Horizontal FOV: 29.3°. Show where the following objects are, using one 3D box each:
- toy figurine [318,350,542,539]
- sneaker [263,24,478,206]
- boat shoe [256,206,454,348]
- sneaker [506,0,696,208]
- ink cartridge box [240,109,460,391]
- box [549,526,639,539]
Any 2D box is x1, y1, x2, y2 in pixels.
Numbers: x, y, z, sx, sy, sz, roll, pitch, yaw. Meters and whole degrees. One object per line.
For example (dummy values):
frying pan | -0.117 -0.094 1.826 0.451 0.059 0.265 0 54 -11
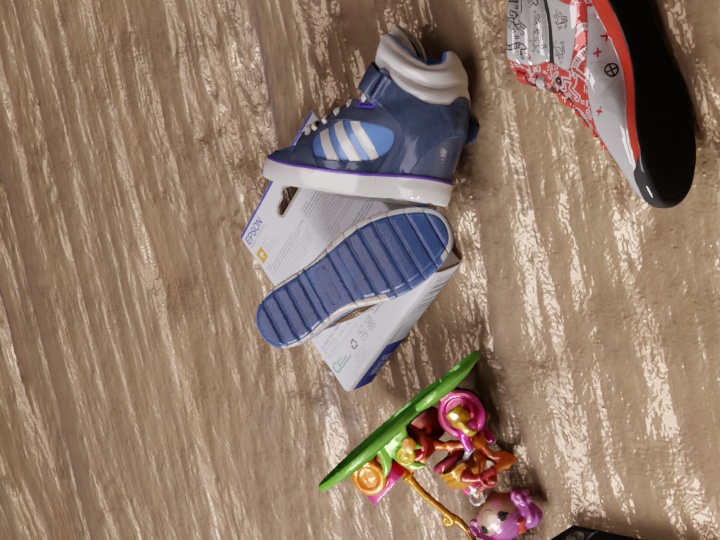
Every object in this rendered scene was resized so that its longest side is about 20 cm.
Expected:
toy figurine | 0.093 0.201 1.245 0.200 0.150 0.184 -42 87 24
sneaker | 0.008 -0.136 1.183 0.199 0.080 0.148 9 91 38
boat shoe | 0.000 0.000 1.204 0.199 0.072 0.073 -27 87 23
sneaker | 0.173 -0.136 1.015 0.108 0.067 0.203 -17 90 52
ink cartridge box | -0.015 -0.019 1.306 0.201 0.043 0.197 55 138 19
box | 0.241 0.328 1.163 0.160 0.043 0.201 1 107 49
